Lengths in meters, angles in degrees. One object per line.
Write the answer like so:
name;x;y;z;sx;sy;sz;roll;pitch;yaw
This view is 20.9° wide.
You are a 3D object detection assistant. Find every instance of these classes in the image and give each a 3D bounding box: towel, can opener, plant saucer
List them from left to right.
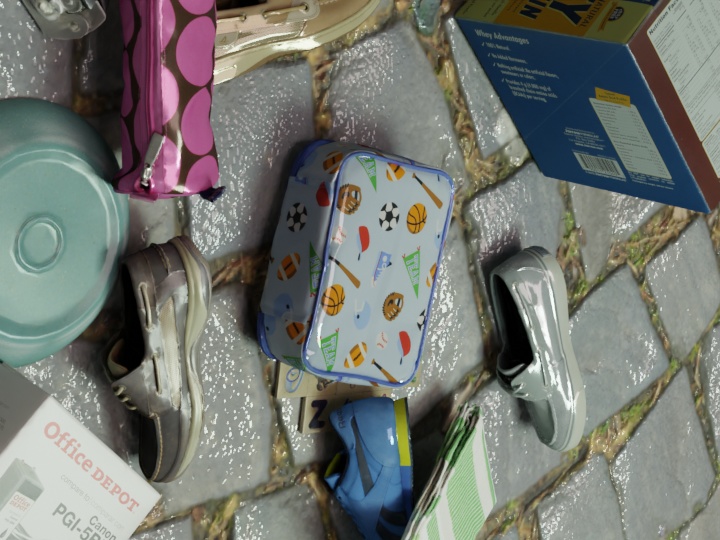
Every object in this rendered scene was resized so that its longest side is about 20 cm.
can opener;-0.236;-0.248;1.348;0.200;0.053;0.067;61;29;-34
plant saucer;-0.240;-0.022;1.406;0.199;0.036;0.201;-13;110;-40
towel;0.074;0.235;1.717;0.153;0.023;0.200;78;30;-45

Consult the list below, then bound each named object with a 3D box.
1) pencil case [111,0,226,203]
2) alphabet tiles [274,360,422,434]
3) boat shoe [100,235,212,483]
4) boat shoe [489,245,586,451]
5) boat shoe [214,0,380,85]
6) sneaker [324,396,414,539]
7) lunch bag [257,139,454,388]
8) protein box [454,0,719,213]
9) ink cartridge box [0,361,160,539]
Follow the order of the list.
pencil case;-0.141;-0.150;1.391;0.094;0.090;0.201;-33;124;-63
alphabet tiles;-0.003;0.039;1.663;0.166;0.006;0.201;-2;103;-42
boat shoe;-0.162;0.069;1.482;0.073;0.074;0.201;-5;112;-25
boat shoe;0.154;0.079;1.785;0.071;0.070;0.202;-20;111;-26
boat shoe;-0.067;-0.201;1.491;0.200;0.071;0.065;-29;119;-32
sneaker;0.010;0.192;1.690;0.078;0.066;0.201;-6;125;-1
lunch bag;0.000;0.000;1.601;0.160;0.075;0.201;11;93;-46
protein box;0.226;-0.180;1.681;0.135;0.198;0.200;-50;130;-21
ink cartridge box;-0.262;0.189;1.400;0.200;0.083;0.147;-52;131;-13
